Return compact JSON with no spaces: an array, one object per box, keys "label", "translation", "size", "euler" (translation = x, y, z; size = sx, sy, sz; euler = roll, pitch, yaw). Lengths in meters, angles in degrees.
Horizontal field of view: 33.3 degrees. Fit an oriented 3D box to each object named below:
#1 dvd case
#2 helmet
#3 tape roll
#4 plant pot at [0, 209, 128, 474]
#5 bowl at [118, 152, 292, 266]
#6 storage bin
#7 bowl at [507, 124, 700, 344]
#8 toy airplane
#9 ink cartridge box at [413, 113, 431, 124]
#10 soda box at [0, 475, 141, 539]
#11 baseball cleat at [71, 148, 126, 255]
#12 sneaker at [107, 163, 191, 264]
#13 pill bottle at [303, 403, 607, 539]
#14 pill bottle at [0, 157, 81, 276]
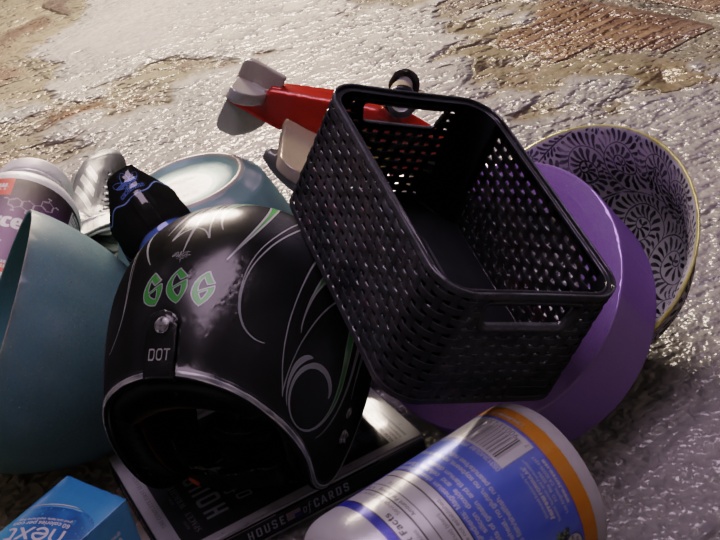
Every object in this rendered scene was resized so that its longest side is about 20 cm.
[{"label":"dvd case","translation":[-0.071,0.138,0.888],"size":[0.199,0.025,0.150],"euler":[-24,30,-20]},{"label":"helmet","translation":[-0.081,0.050,0.843],"size":[0.198,0.201,0.192],"euler":[-2,45,19]},{"label":"tape roll","translation":[0.106,0.026,0.860],"size":[0.199,0.066,0.202],"euler":[-17,57,29]},{"label":"plant pot","translation":[-0.221,0.070,0.933],"size":[0.134,0.201,0.200],"euler":[18,21,-21]},{"label":"bowl","translation":[-0.149,-0.040,1.140],"size":[0.199,0.106,0.201],"euler":[-12,30,7]},{"label":"storage bin","translation":[0.052,-0.020,0.770],"size":[0.134,0.094,0.201],"euler":[2,42,-30]},{"label":"bowl","translation":[0.180,-0.002,0.925],"size":[0.199,0.094,0.203],"euler":[-16,60,30]},{"label":"toy airplane","translation":[-0.043,-0.126,1.156],"size":[0.199,0.143,0.198],"euler":[-15,32,-39]},{"label":"ink cartridge box","translation":[0.029,-0.067,1.191],"size":[0.176,0.045,0.200],"euler":[-41,33,-4]},{"label":"soda box","translation":[-0.227,0.222,0.756],"size":[0.064,0.068,0.200],"euler":[10,36,35]},{"label":"baseball cleat","translation":[-0.279,-0.060,1.293],"size":[0.105,0.070,0.201],"euler":[6,43,19]},{"label":"sneaker","translation":[-0.156,-0.020,0.971],"size":[0.070,0.200,0.078],"euler":[-33,74,-12]},{"label":"pill bottle","translation":[0.037,0.171,0.695],"size":[0.199,0.113,0.112],"euler":[-29,33,-26]},{"label":"pill bottle","translation":[-0.328,-0.015,1.133],"size":[0.111,0.113,0.201],"euler":[-8,43,8]}]
